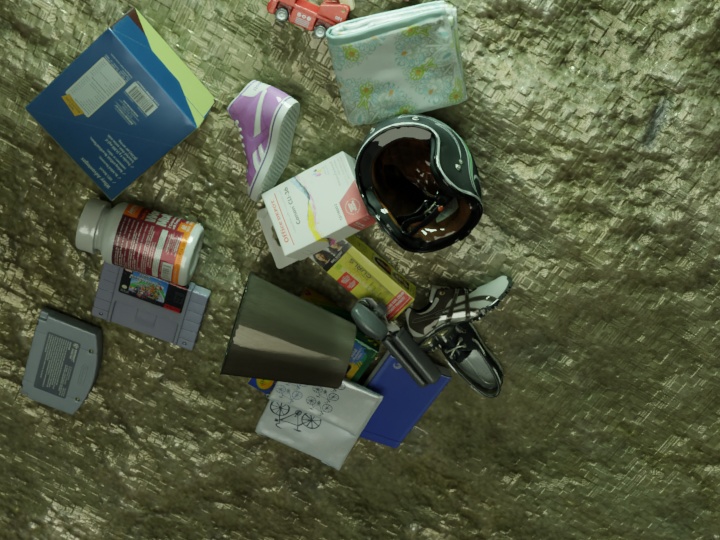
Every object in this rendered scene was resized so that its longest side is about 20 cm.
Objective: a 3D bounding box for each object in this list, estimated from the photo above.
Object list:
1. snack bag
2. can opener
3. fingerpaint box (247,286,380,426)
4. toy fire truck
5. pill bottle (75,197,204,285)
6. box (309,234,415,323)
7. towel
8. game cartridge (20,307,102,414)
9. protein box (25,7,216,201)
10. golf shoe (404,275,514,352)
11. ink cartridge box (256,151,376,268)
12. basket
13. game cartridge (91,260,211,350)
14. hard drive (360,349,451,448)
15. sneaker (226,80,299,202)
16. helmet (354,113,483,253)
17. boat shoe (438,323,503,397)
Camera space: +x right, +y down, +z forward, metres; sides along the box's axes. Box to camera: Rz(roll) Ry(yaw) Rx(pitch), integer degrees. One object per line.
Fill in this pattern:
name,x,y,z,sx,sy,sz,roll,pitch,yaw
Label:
snack bag,-0.082,0.260,1.803,0.187,0.021,0.201,25,120,-8
can opener,0.055,0.130,1.715,0.200,0.067,0.053,50,140,-11
fingerpaint box,-0.083,0.158,1.801,0.166,0.074,0.201,32,116,-10
toy fire truck,-0.030,-0.419,1.512,0.198,0.049,0.142,23,117,-4
pill bottle,-0.377,-0.053,1.709,0.198,0.110,0.111,17,118,-2
box,0.000,0.000,1.722,0.200,0.050,0.075,41,113,-14
towel,0.059,-0.312,1.525,0.197,0.048,0.172,-11,131,5
game cartridge,-0.562,0.175,1.891,0.132,0.042,0.202,20,118,-8
protein box,-0.377,-0.263,1.585,0.199,0.135,0.199,-35,109,22
golf shoe,0.167,0.052,1.703,0.199,0.078,0.095,-33,88,-4
ink cartridge box,-0.083,-0.095,1.641,0.198,0.067,0.118,-27,77,16
basket,-0.117,0.118,1.673,0.198,0.136,0.182,18,106,-7
game cartridge,-0.380,0.057,1.810,0.198,0.039,0.131,20,122,-3
hard drive,0.060,0.237,1.828,0.131,0.026,0.201,21,123,-20
sneaker,-0.172,-0.217,1.634,0.114,0.073,0.202,30,124,13
helmet,0.089,-0.145,1.559,0.198,0.192,0.201,-18,150,-11
boat shoe,0.185,0.143,1.767,0.200,0.061,0.076,42,114,-14
